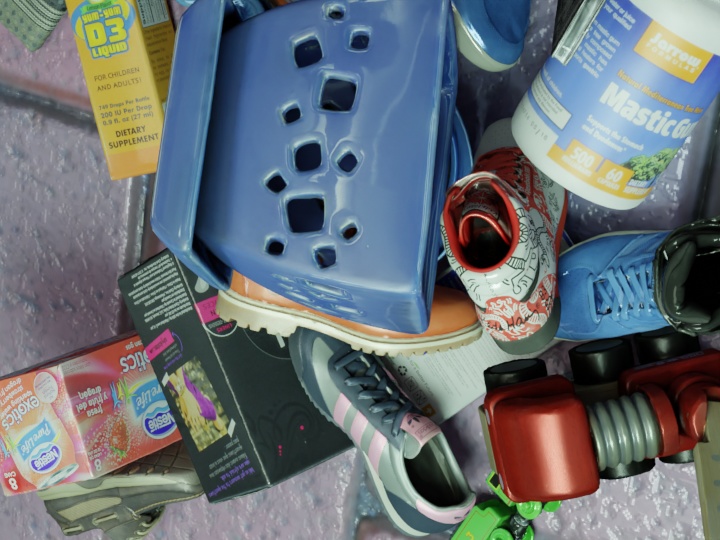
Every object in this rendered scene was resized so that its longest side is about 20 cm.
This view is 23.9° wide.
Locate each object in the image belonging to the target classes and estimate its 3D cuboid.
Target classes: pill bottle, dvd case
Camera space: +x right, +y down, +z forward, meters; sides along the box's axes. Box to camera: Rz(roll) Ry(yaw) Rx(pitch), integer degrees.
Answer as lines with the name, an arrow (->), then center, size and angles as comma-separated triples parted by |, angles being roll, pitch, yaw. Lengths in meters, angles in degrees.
pill bottle -> 0.196, -0.151, 1.152 | 0.112, 0.112, 0.200 | 40, 118, 17
dvd case -> 0.169, -0.228, 1.107 | 0.016, 0.200, 0.149 | 27, 116, -5

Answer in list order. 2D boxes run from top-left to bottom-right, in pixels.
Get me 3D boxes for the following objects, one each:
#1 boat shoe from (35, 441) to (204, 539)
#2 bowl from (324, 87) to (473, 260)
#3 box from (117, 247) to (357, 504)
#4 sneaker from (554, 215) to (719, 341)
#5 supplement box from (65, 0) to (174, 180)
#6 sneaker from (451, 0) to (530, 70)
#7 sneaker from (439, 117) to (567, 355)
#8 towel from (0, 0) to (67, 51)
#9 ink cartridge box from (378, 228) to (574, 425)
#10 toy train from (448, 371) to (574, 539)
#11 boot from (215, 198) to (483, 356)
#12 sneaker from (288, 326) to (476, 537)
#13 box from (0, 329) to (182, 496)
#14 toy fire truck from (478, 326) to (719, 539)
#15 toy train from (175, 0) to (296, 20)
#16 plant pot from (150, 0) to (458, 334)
boat shoe -> -0.201, 0.198, 1.499 | 0.199, 0.074, 0.074 | -9, 106, 41
bowl -> -0.015, -0.076, 1.277 | 0.199, 0.039, 0.202 | 0, 112, -1
box -> -0.088, 0.067, 1.350 | 0.106, 0.122, 0.201 | -24, 89, 54
sneaker -> 0.198, 0.008, 1.163 | 0.199, 0.111, 0.077 | -9, 91, 19
supplement box -> -0.190, -0.180, 1.390 | 0.066, 0.069, 0.201 | -10, 99, 23
sneaker -> 0.108, -0.246, 1.191 | 0.111, 0.077, 0.201 | -7, 91, 45
sneaker -> 0.099, -0.052, 1.182 | 0.067, 0.108, 0.202 | -12, 53, 18
towel -> -0.295, -0.321, 1.459 | 0.200, 0.035, 0.193 | 47, 123, 11
ink cartridge box -> 0.098, 0.035, 1.298 | 0.200, 0.037, 0.095 | -38, 81, 33
toy train -> 0.131, 0.159, 1.305 | 0.056, 0.042, 0.200 | 45, 119, 27
boot -> 0.000, 0.000, 1.251 | 0.199, 0.075, 0.108 | 11, 106, -5
sneaker -> 0.023, 0.109, 1.295 | 0.200, 0.070, 0.082 | 55, 148, -5
box -> -0.207, 0.107, 1.397 | 0.102, 0.200, 0.095 | -15, 93, 32
toy fire truck -> 0.185, 0.123, 1.145 | 0.175, 0.200, 0.129 | -12, 96, -5
toy train -> -0.093, -0.236, 1.312 | 0.114, 0.087, 0.200 | -42, 69, -2
plant pot -> -0.033, -0.073, 1.128 | 0.179, 0.200, 0.201 | 6, 82, 4
